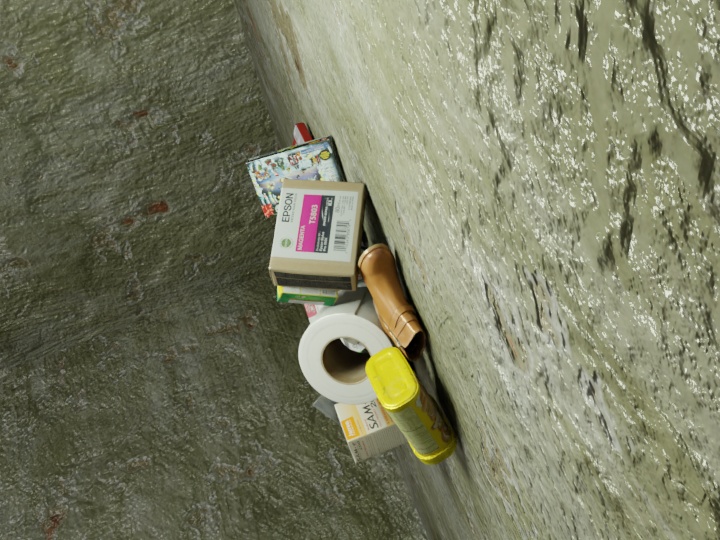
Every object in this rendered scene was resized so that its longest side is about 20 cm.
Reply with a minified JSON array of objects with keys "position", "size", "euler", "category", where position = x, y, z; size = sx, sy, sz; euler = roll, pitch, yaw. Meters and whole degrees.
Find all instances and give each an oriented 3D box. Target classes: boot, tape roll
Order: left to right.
[{"position":[-0.013,0.152,1.526],"size":[0.139,0.201,0.204],"euler":[-59,-46,-65],"category":"tape roll"},{"position":[0.060,0.061,1.360],"size":[0.201,0.076,0.156],"euler":[85,161,-45],"category":"boot"}]

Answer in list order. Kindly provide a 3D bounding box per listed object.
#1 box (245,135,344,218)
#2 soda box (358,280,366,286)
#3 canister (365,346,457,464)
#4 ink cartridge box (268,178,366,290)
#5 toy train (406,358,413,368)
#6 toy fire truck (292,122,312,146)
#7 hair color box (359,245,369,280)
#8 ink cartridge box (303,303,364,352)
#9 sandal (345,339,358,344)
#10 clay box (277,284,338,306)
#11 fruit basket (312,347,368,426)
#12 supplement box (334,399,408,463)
[{"position":[-0.142,-0.210,1.686],"size":[0.040,0.198,0.138],"euler":[-81,-25,-65],"category":"box"},{"position":[0.000,0.000,1.752],"size":[0.200,0.063,0.069],"euler":[-132,23,-74],"category":"soda box"},{"position":[0.095,0.253,1.405],"size":[0.200,0.086,0.149],"euler":[57,-178,-41],"category":"canister"},{"position":[-0.078,-0.070,1.420],"size":[0.075,0.163,0.201],"euler":[84,-170,-65],"category":"ink cartridge box"},{"position":[0.082,0.162,1.636],"size":[0.034,0.045,0.201],"euler":[-105,-4,-54],"category":"toy train"},{"position":[-0.149,-0.284,2.054],"size":[0.169,0.111,0.201],"euler":[105,148,-47],"category":"toy fire truck"},{"position":[-0.055,-0.011,1.611],"size":[0.200,0.099,0.061],"euler":[-13,66,57],"category":"hair color box"},{"position":[-0.033,0.115,1.845],"size":[0.199,0.085,0.146],"euler":[11,132,35],"category":"ink cartridge box"},{"position":[-0.040,0.113,1.717],"size":[0.081,0.055,0.201],"euler":[24,147,25],"category":"sandal"},{"position":[-0.107,-0.033,1.489],"size":[0.048,0.114,0.201],"euler":[123,149,-57],"category":"clay box"},{"position":[0.003,0.273,1.745],"size":[0.185,0.200,0.094],"euler":[43,-176,-41],"category":"fruit basket"},{"position":[0.056,0.325,1.661],"size":[0.126,0.199,0.074],"euler":[-120,11,-55],"category":"supplement box"}]
